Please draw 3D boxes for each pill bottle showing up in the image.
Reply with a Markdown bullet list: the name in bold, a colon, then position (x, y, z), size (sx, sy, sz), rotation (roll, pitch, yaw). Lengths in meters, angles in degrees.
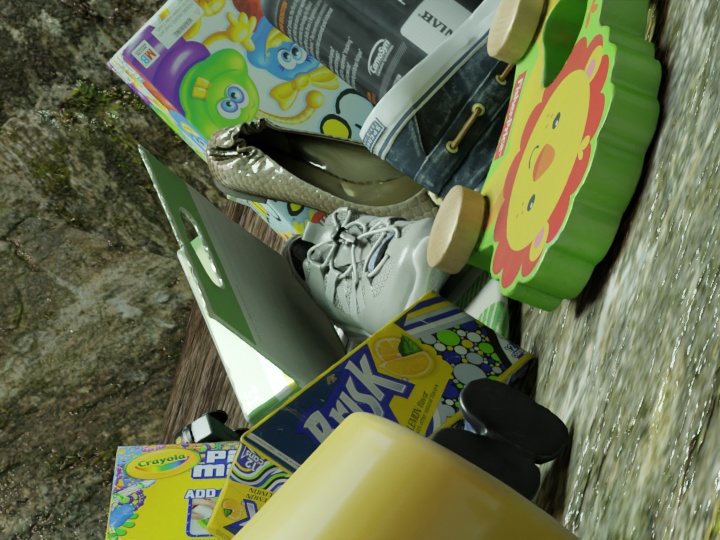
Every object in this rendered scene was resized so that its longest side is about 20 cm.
- **pill bottle**: position (0.009, -0.170, 1.832), size (0.106, 0.200, 0.106), rotation (-47, -17, -18)

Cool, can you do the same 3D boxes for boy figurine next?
- **boy figurine**: position (0.035, 0.147, 1.436), size (0.124, 0.064, 0.200), rotation (-54, -11, -47)

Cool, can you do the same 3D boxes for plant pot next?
- **plant pot**: position (0.001, 0.172, 1.212), size (0.189, 0.201, 0.201), rotation (-57, 4, -11)

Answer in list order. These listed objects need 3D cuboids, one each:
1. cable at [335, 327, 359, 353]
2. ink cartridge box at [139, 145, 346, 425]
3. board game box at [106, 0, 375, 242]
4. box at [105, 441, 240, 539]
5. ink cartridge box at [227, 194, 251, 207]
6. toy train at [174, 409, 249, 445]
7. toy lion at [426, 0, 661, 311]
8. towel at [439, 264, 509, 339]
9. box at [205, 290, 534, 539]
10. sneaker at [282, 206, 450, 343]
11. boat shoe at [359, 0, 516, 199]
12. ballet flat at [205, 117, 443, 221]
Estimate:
- **cable**: position (-0.008, 0.072, 2.007), size (0.200, 0.069, 0.200), rotation (-101, 31, -76)
- **ink cartridge box**: position (-0.074, 0.027, 1.776), size (0.048, 0.200, 0.146), rotation (-37, 51, 15)
- **board game box**: position (-0.060, -0.105, 1.934), size (0.103, 0.200, 0.105), rotation (-46, 7, -6)
- **box**: position (-0.068, 0.226, 1.533), size (0.193, 0.122, 0.200), rotation (-89, -5, -53)
- **ink cartridge box**: position (-0.012, -0.107, 2.175), size (0.200, 0.145, 0.048), rotation (-79, 11, -45)
- **toy train**: position (-0.052, 0.141, 1.806), size (0.046, 0.200, 0.034), rotation (-30, 51, 18)
- **toy lion**: position (0.107, -0.073, 1.499), size (0.192, 0.069, 0.200), rotation (146, 142, -69)
- **towel**: position (0.042, 0.060, 1.680), size (0.153, 0.023, 0.200), rotation (-50, 14, 26)
- **box**: position (0.007, 0.086, 1.481), size (0.200, 0.070, 0.064), rotation (-36, -27, -53)
- **sneaker**: position (0.000, 0.000, 1.737), size (0.075, 0.082, 0.200), rotation (-58, 10, -17)
- **boat shoe**: position (0.092, -0.109, 1.688), size (0.200, 0.091, 0.071), rotation (-45, -7, -28)
- **ballet flat**: position (-0.007, -0.062, 1.820), size (0.067, 0.200, 0.046), rotation (-55, -31, -40)
